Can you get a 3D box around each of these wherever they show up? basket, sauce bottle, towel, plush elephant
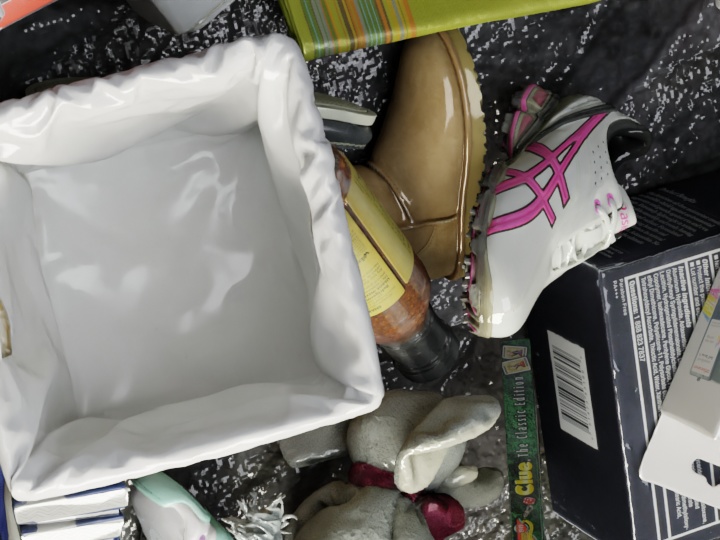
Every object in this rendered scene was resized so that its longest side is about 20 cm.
[{"bbox_3d":[-0.101,-0.002,1.482,0.200,0.161,0.199,-14,90,1],"label":"basket"},{"bbox_3d":[0.000,0.000,1.653,0.066,0.066,0.200,-44,138,-8],"label":"sauce bottle"},{"bbox_3d":[0.042,-0.180,1.692,0.200,0.018,0.086,-12,77,-22],"label":"towel"},{"bbox_3d":[0.022,0.141,1.714,0.200,0.165,0.155,45,75,-36],"label":"plush elephant"}]

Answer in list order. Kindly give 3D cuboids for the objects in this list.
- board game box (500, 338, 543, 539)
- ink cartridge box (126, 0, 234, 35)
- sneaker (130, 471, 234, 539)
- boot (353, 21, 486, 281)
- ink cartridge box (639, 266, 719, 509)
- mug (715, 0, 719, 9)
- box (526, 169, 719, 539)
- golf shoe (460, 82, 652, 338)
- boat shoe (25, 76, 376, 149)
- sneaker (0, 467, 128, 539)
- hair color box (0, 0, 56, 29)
[{"bbox_3d":[0.100,0.144,1.727,0.023,0.200,0.105,-2,127,2],"label":"board game box"},{"bbox_3d":[-0.112,-0.253,1.582,0.145,0.087,0.200,-41,116,-9],"label":"ink cartridge box"},{"bbox_3d":[-0.123,0.226,1.719,0.140,0.078,0.200,-34,116,-13],"label":"sneaker"},{"bbox_3d":[-0.026,-0.051,1.693,0.200,0.066,0.175,-12,109,-20],"label":"boot"},{"bbox_3d":[0.260,0.057,1.716,0.117,0.067,0.200,21,93,-28],"label":"ink cartridge box"},{"bbox_3d":[0.300,-0.255,1.755,0.200,0.147,0.176,-17,107,-52],"label":"mug"},{"bbox_3d":[0.219,0.053,1.802,0.198,0.123,0.200,-15,109,-20],"label":"box"},{"bbox_3d":[0.115,-0.036,1.690,0.092,0.200,0.073,12,137,12],"label":"golf shoe"},{"bbox_3d":[-0.091,-0.075,1.638,0.200,0.072,0.068,-1,102,-6],"label":"boat shoe"},{"bbox_3d":[-0.174,0.151,1.660,0.080,0.115,0.200,-4,123,-14],"label":"sneaker"},{"bbox_3d":[-0.211,-0.178,1.493,0.101,0.200,0.061,-29,115,-14],"label":"hair color box"}]
